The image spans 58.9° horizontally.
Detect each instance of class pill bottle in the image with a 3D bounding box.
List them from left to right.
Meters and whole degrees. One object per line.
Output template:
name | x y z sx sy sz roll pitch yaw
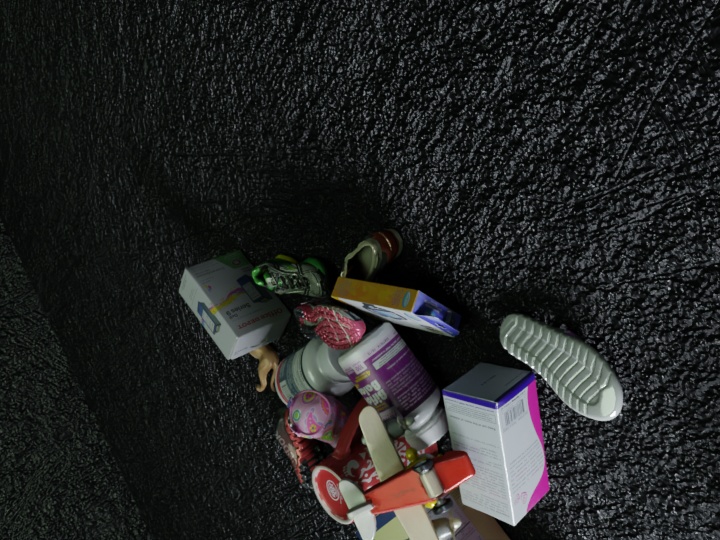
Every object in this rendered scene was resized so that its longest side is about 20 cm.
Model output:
pill bottle | -0.070 0.187 1.207 0.200 0.119 0.120 -37 80 50
pill bottle | 0.062 0.195 1.062 0.200 0.112 0.112 53 140 2

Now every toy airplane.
toy airplane | 0.070 0.326 0.969 0.198 0.141 0.201 20 108 27

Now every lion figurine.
lion figurine | -0.233 0.174 1.434 0.200 0.072 0.123 44 124 4

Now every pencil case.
pencil case | -0.057 0.272 1.146 0.087 0.088 0.200 37 176 30

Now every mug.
mug | 0.011 0.322 1.120 0.178 0.200 0.133 58 141 8

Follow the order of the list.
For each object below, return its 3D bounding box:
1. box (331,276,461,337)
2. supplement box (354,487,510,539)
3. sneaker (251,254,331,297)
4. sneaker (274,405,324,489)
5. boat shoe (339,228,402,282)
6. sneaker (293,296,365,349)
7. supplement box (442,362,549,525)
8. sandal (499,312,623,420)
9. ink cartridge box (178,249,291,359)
box | 0.063 0.057 1.000 0.199 0.119 0.042 6 73 45
supplement box | 0.129 0.478 1.118 0.200 0.134 0.200 51 138 17
sneaker | -0.131 0.021 1.219 0.199 0.085 0.078 6 113 46
sneaker | -0.140 0.387 1.424 0.098 0.071 0.202 -3 104 48
boat shoe | 0.000 0.000 1.081 0.071 0.062 0.200 54 141 11
sneaker | -0.047 0.079 1.099 0.200 0.074 0.081 11 122 60
supplement box | 0.204 0.253 0.949 0.103 0.101 0.201 4 111 47
sandal | 0.272 0.116 0.851 0.203 0.050 0.083 43 122 43
ink cartridge box | -0.264 0.069 1.344 0.200 0.145 0.088 50 137 19
